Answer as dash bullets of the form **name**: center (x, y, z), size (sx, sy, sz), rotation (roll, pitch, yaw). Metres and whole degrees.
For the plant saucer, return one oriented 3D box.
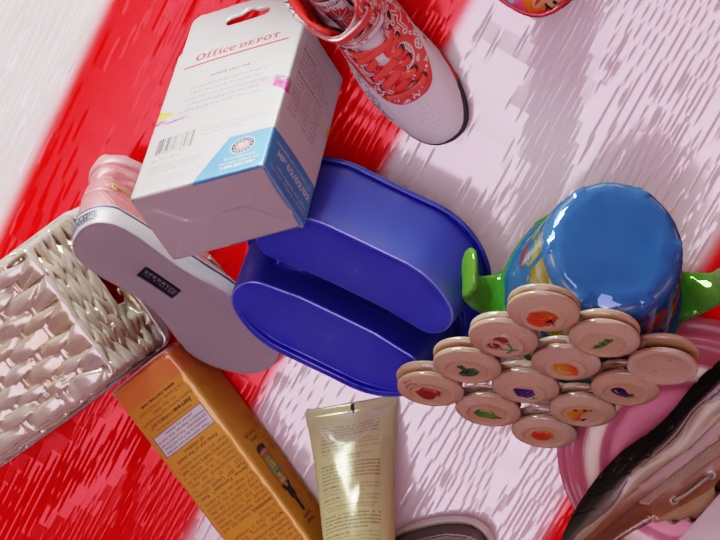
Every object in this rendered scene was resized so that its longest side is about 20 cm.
- **plant saucer**: center (0.243, 0.137, 1.556), size (0.199, 0.051, 0.202), rotation (3, 102, 13)

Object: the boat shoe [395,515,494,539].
- **boat shoe**: center (0.013, 0.253, 1.631), size (0.201, 0.060, 0.073), rotation (-26, 94, 18)

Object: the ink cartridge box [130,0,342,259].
- **ink cartridge box**: center (-0.084, -0.112, 1.535), size (0.114, 0.201, 0.068), rotation (-13, 132, 26)

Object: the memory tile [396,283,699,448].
- **memory tile**: center (0.130, 0.073, 1.474), size (0.152, 0.017, 0.200), rotation (22, 147, -22)

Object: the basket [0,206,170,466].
- **basket**: center (-0.270, 0.064, 1.631), size (0.199, 0.123, 0.136), rotation (-36, 92, 17)

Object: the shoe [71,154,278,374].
- **shoe**: center (-0.136, -0.007, 1.612), size (0.071, 0.091, 0.200), rotation (-35, 121, 30)

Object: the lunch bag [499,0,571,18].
- **lunch bag**: center (0.121, -0.299, 1.480), size (0.176, 0.082, 0.201), rotation (38, 108, 5)

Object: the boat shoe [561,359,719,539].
- **boat shoe**: center (0.230, 0.148, 1.497), size (0.074, 0.076, 0.200), rotation (43, 108, -3)

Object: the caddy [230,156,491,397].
- **caddy**: center (0.000, 0.000, 1.562), size (0.199, 0.105, 0.142), rotation (26, 126, 2)

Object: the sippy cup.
- **sippy cup**: center (0.171, 0.003, 1.478), size (0.177, 0.130, 0.140), rotation (-35, 76, -11)

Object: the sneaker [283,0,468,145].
- **sneaker**: center (0.005, -0.165, 1.513), size (0.067, 0.108, 0.202), rotation (-27, 103, 19)

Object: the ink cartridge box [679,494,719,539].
- **ink cartridge box**: center (0.339, 0.211, 1.482), size (0.199, 0.068, 0.115), rotation (28, 111, -28)

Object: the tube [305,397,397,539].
- **tube**: center (0.000, 0.194, 1.594), size (0.058, 0.052, 0.202), rotation (7, 63, -22)

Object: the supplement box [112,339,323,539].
- **supplement box**: center (-0.105, 0.151, 1.637), size (0.069, 0.067, 0.200), rotation (-39, 90, 18)
